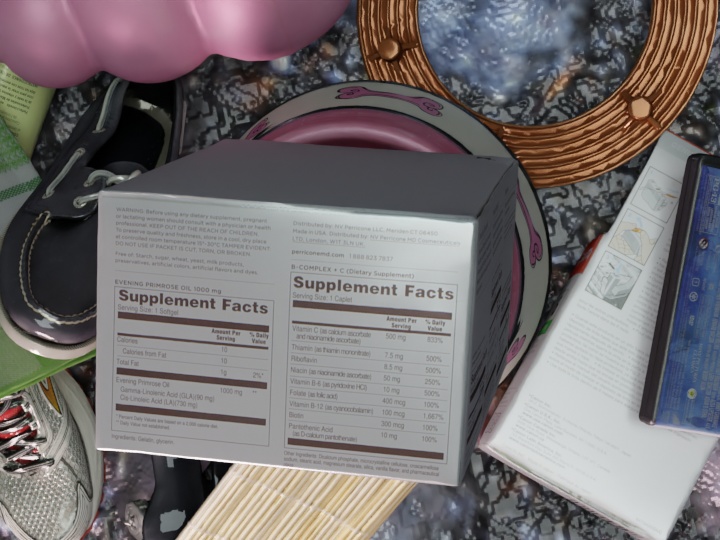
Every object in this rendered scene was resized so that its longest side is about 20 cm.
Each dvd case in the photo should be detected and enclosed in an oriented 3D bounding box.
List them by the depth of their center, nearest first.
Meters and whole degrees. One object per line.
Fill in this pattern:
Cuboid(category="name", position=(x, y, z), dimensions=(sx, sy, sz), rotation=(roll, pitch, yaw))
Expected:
Cuboid(category="dvd case", position=(0.250, 0.026, 0.878), dimensions=(0.200, 0.018, 0.143), rotation=(10, 90, -19))

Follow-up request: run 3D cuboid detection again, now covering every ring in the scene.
Cuboid(category="ring", position=(0.093, -0.145, 0.897), dimensions=(0.200, 0.019, 0.201), rotation=(0, 90, 14))

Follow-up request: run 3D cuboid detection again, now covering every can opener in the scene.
Cuboid(category="can opener", position=(-0.102, 0.079, 0.909), dimensions=(0.078, 0.063, 0.200), rotation=(-13, 94, -18))

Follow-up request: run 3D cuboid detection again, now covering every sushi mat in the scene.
Cuboid(category="sushi mat", position=(-0.052, 0.151, 0.882), dimensions=(0.096, 0.012, 0.200), rotation=(27, 115, -23))

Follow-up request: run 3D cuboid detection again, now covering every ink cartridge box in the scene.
Cuboid(category="ink cartridge box", position=(0.160, 0.036, 0.900), dimensions=(0.109, 0.050, 0.200), rotation=(29, 83, 2))

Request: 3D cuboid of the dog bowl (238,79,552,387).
Cuboid(category="dog bowl", position=(0.000, 0.000, 0.880), dimensions=(0.200, 0.074, 0.201), rotation=(2, 99, 9))

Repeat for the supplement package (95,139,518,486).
Cuboid(category="supplement package", position=(-0.016, 0.008, 0.743), dimensions=(0.155, 0.200, 0.111), rotation=(5, 101, 9))

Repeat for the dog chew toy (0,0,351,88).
Cuboid(category="dog chew toy", position=(-0.103, -0.154, 0.848), dimensions=(0.200, 0.125, 0.125), rotation=(-19, 91, 1))

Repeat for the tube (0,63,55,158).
Cuboid(category="tube", position=(-0.202, -0.102, 0.920), dimensions=(0.058, 0.052, 0.200), rotation=(32, 101, 41))

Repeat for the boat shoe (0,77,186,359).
Cuboid(category="boat shoe", position=(-0.135, -0.039, 0.843), dimensions=(0.073, 0.200, 0.063), rotation=(23, 130, -7))

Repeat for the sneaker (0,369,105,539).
Cuboid(category="sneaker", position=(-0.203, 0.065, 0.898), dimensions=(0.078, 0.082, 0.200), rotation=(-19, 100, 10))

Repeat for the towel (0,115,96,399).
Cuboid(category="towel", position=(-0.221, -0.023, 0.837), dimensions=(0.031, 0.149, 0.200), rotation=(-39, 83, 42))
